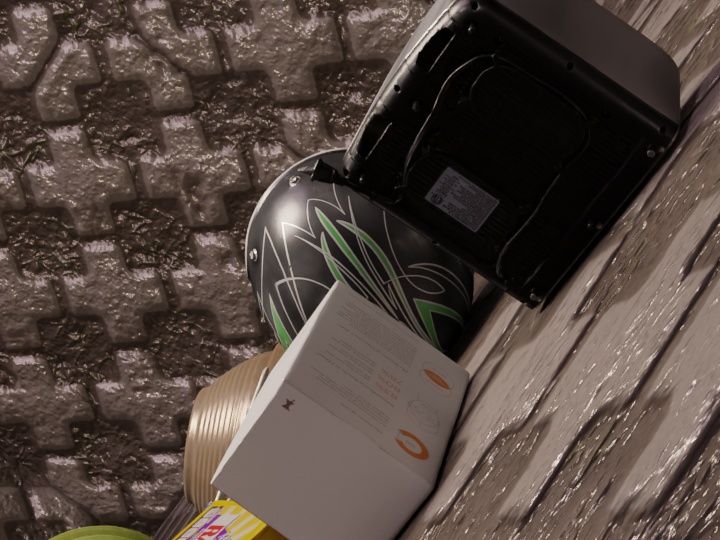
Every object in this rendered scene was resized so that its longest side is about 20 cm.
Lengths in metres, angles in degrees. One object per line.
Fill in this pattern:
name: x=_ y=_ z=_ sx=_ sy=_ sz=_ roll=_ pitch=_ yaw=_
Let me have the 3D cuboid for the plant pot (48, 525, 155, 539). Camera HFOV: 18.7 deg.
plant pot: x=-0.223 y=0.346 z=1.935 sx=0.201 sy=0.199 sz=0.190 roll=-55 pitch=14 yaw=-2

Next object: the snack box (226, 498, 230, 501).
snack box: x=-0.078 y=0.230 z=1.556 sx=0.117 sy=0.037 sz=0.200 roll=-55 pitch=22 yaw=5

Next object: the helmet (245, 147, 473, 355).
helmet: x=0.000 y=0.000 z=1.818 sx=0.201 sy=0.199 sz=0.191 roll=-55 pitch=-1 yaw=-2

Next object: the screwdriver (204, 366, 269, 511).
screwdriver: x=-0.100 y=0.156 z=1.611 sx=0.029 sy=0.028 sz=0.201 roll=100 pitch=-171 yaw=-67

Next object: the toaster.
toaster: x=0.095 y=-0.101 z=1.491 sx=0.181 sy=0.199 sz=0.119 roll=-54 pitch=8 yaw=31

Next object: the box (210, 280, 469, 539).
box: x=-0.010 y=0.109 z=1.531 sx=0.098 sy=0.124 sz=0.200 roll=-54 pitch=3 yaw=21

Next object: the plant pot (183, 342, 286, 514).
plant pot: x=-0.100 y=0.158 z=1.907 sx=0.201 sy=0.092 sz=0.203 roll=6 pitch=-90 yaw=-85

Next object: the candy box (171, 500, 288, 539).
candy box: x=-0.135 y=0.226 z=1.496 sx=0.200 sy=0.027 sz=0.102 roll=-41 pitch=21 yaw=-32
